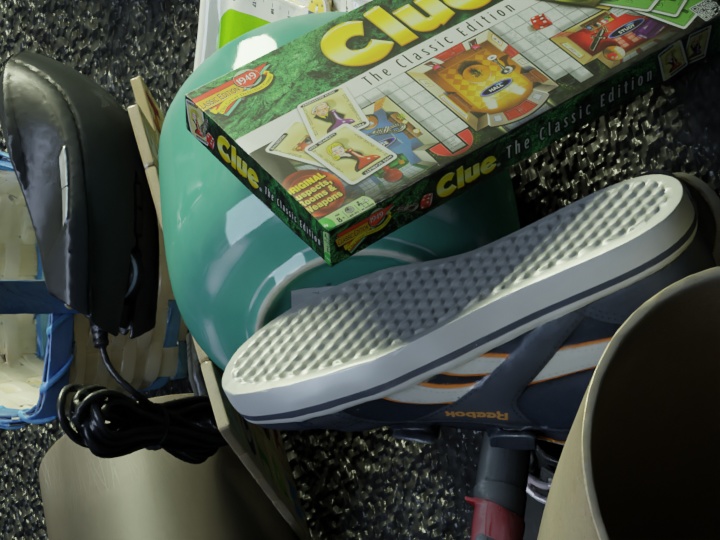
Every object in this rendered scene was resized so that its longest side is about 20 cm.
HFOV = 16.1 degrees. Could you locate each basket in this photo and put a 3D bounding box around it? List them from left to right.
[{"bbox_3d":[-0.198,0.008,1.298,0.176,0.199,0.140,7,100,48],"label":"basket"},{"bbox_3d":[-0.079,0.174,1.225,0.135,0.180,0.201,-24,61,12],"label":"basket"}]

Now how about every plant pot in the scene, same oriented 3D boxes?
[{"bbox_3d":[0.135,0.128,0.950,0.188,0.186,0.200,64,151,23],"label":"plant pot"}]

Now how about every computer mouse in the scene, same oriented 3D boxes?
[{"bbox_3d":[-0.100,-0.007,1.180,0.046,0.140,0.201,-22,68,24],"label":"computer mouse"}]

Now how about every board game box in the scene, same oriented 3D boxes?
[{"bbox_3d":[0.039,-0.080,1.016,0.105,0.199,0.024,40,150,40],"label":"board game box"}]

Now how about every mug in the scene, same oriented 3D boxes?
[{"bbox_3d":[0.003,-0.008,1.089,0.152,0.185,0.115,-41,36,26],"label":"mug"}]

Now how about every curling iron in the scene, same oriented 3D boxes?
[{"bbox_3d":[0.055,0.103,1.027,0.050,0.025,0.201,72,-158,-69],"label":"curling iron"}]

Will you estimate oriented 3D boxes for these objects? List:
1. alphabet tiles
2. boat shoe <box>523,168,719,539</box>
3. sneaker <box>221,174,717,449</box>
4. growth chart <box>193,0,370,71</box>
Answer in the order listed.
[{"bbox_3d":[-0.069,0.014,1.203,0.007,0.167,0.201,-19,65,4],"label":"alphabet tiles"},{"bbox_3d":[0.092,0.048,1.066,0.067,0.057,0.201,40,123,40],"label":"boat shoe"},{"bbox_3d":[0.047,0.036,0.989,0.199,0.079,0.080,-19,116,18],"label":"sneaker"},{"bbox_3d":[-0.024,-0.091,1.224,0.199,0.018,0.146,13,104,50],"label":"growth chart"}]
